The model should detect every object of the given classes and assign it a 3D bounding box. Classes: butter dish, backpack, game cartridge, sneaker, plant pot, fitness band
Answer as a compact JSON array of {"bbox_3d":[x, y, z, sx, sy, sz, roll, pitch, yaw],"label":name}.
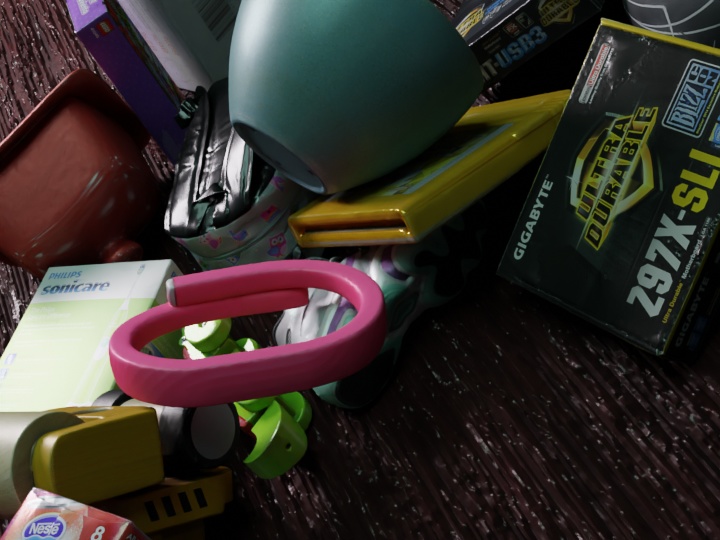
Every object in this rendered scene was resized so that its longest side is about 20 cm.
[{"bbox_3d":[-0.260,-0.054,1.122,0.200,0.200,0.148,-44,73,-1],"label":"butter dish"},{"bbox_3d":[-0.088,-0.083,1.049,0.165,0.127,0.202,-20,42,34],"label":"backpack"},{"bbox_3d":[0.060,-0.081,0.940,0.199,0.033,0.175,-37,19,-27],"label":"game cartridge"},{"bbox_3d":[0.000,0.000,0.950,0.139,0.078,0.200,26,69,44],"label":"sneaker"},{"bbox_3d":[-0.025,-0.140,0.912,0.199,0.200,0.136,27,77,45],"label":"plant pot"},{"bbox_3d":[-0.079,0.041,0.844,0.196,0.038,0.144,-10,25,-8],"label":"fitness band"}]

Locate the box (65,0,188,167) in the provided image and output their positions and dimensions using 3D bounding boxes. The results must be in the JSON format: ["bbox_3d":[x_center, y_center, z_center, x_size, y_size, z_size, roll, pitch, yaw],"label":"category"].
[{"bbox_3d":[-0.222,-0.199,1.186,0.039,0.201,0.137,-32,42,2],"label":"box"}]

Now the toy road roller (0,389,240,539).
[{"bbox_3d":[-0.175,0.163,0.834,0.121,0.198,0.149,-6,89,40],"label":"toy road roller"}]

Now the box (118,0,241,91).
[{"bbox_3d":[-0.212,-0.290,1.300,0.198,0.153,0.107,20,64,42],"label":"box"}]

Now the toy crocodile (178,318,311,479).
[{"bbox_3d":[-0.097,0.086,0.937,0.062,0.068,0.200,-43,46,-3],"label":"toy crocodile"}]

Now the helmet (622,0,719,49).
[{"bbox_3d":[0.285,-0.232,0.892,0.198,0.199,0.194,14,86,40],"label":"helmet"}]

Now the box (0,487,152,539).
[{"bbox_3d":[-0.143,0.233,0.736,0.094,0.201,0.101,7,55,35],"label":"box"}]

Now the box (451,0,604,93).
[{"bbox_3d":[0.153,-0.254,1.032,0.199,0.049,0.200,-30,29,52],"label":"box"}]

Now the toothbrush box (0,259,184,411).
[{"bbox_3d":[-0.228,0.096,1.005,0.143,0.086,0.202,-4,51,30],"label":"toothbrush box"}]

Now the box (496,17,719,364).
[{"bbox_3d":[0.198,-0.058,0.834,0.159,0.049,0.203,29,99,44],"label":"box"}]
